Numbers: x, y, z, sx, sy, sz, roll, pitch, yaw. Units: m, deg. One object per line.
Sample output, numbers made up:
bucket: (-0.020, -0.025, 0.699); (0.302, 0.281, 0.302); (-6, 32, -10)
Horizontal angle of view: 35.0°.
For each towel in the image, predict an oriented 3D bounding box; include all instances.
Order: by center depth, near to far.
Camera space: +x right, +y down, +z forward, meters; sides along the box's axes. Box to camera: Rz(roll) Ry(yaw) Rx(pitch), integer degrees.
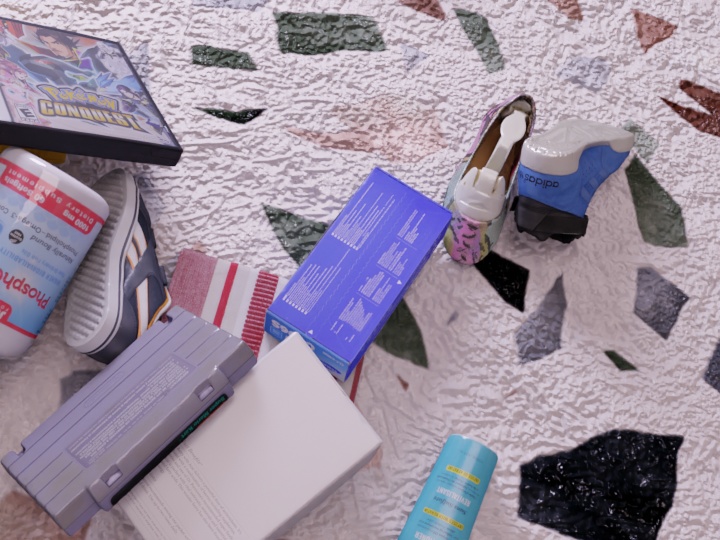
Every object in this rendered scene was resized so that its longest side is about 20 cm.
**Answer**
towel: (-0.094, 0.070, 1.084); (0.198, 0.023, 0.145); (17, 63, -7)

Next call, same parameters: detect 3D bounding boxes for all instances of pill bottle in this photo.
pill bottle: (-0.312, 0.002, 0.997); (0.108, 0.109, 0.201); (29, 82, 0)

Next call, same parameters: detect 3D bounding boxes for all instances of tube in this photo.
tube: (0.064, 0.248, 1.035); (0.077, 0.050, 0.201); (22, 69, 11)

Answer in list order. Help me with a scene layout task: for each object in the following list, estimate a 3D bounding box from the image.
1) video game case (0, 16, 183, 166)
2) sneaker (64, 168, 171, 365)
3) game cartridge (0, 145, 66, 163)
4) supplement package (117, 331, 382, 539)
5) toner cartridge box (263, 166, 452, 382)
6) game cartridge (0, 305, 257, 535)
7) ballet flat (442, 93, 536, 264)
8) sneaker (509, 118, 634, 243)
video game case: (-0.283, -0.171, 1.057); (0.199, 0.026, 0.181); (4, 40, -41)
sneaker: (-0.223, 0.002, 1.056); (0.079, 0.078, 0.201); (39, 38, -43)
game cartridge: (-0.382, -0.169, 1.066); (0.198, 0.033, 0.177); (3, 45, -24)
supplement package: (-0.096, 0.169, 0.970); (0.199, 0.120, 0.122); (-37, 79, -12)
toner cartridge box: (0.000, 0.000, 1.101); (0.095, 0.043, 0.200); (31, 61, 10)
game cartridge: (-0.187, 0.117, 0.931); (0.200, 0.039, 0.129); (-43, 38, -20)
ballet flat: (0.135, -0.103, 1.179); (0.069, 0.071, 0.201); (24, 65, -1)
sneaker: (0.220, -0.090, 1.199); (0.076, 0.112, 0.199); (21, 26, 27)
